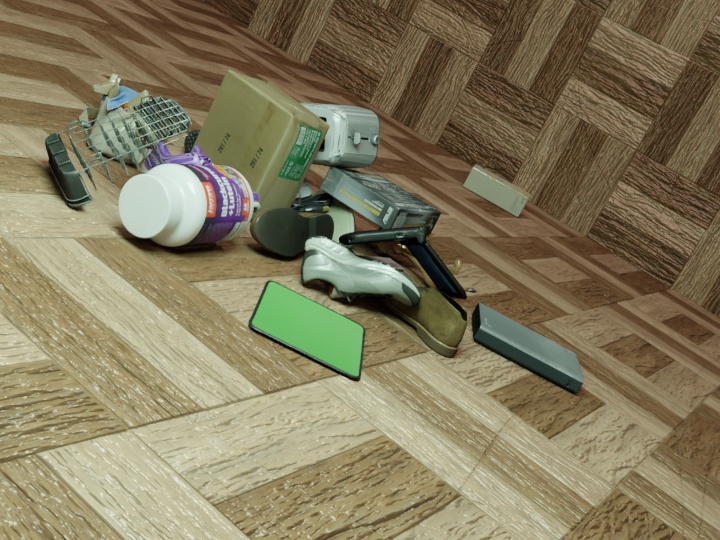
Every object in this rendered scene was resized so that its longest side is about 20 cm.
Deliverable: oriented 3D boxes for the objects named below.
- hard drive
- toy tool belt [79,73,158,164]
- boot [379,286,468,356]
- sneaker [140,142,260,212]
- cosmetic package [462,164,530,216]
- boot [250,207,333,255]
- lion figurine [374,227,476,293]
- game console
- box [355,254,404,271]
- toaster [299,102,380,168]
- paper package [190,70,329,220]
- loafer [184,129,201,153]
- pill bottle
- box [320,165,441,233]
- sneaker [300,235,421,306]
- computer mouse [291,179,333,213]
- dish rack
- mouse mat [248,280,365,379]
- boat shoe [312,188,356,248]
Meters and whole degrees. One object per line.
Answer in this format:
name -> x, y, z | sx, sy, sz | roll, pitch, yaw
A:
hard drive -> 0.285, 0.132, 1.672 | 0.199, 0.033, 0.140 | 27, 16, -2
toy tool belt -> -0.390, -0.265, 1.607 | 0.124, 0.124, 0.200 | 19, 18, -30
boot -> 0.097, 0.051, 1.534 | 0.073, 0.076, 0.200 | 7, 25, -47
sneaker -> -0.243, -0.144, 1.487 | 0.198, 0.084, 0.081 | 22, -3, 8
cosmetic package -> 0.429, -0.252, 3.040 | 0.199, 0.074, 0.104 | 31, 16, 5
boot -> -0.125, -0.064, 1.543 | 0.075, 0.075, 0.199 | 8, 5, 29
lion figurine -> 0.117, -0.017, 1.788 | 0.200, 0.073, 0.122 | 40, 23, 27
game console -> 0.061, -0.008, 1.520 | 0.174, 0.118, 0.200 | -5, 1, -6
box -> 0.000, 0.000, 1.591 | 0.041, 0.039, 0.199 | 35, 17, 29
toaster -> -0.071, -0.246, 1.745 | 0.198, 0.115, 0.129 | 11, 9, 29
paper package -> -0.178, -0.207, 1.646 | 0.190, 0.201, 0.103 | 38, 19, 30
loafer -> -0.228, -0.233, 1.817 | 0.198, 0.074, 0.071 | 11, 11, -6
pill bottle -> -0.241, -0.091, 1.336 | 0.111, 0.112, 0.200 | 33, 17, 17
box -> 0.040, -0.126, 1.762 | 0.158, 0.049, 0.200 | 32, 14, 22
sneaker -> -0.001, 0.018, 1.472 | 0.198, 0.080, 0.074 | 22, -10, -12
computer mouse -> -0.128, -0.152, 1.792 | 0.109, 0.044, 0.200 | -12, 28, -19
dish rack -> -0.332, -0.174, 1.339 | 0.198, 0.055, 0.153 | -25, 39, -16
mouse mat -> -0.067, 0.076, 1.303 | 0.160, 0.008, 0.200 | 27, 15, -5
boat shoe -> -0.036, -0.087, 1.758 | 0.068, 0.072, 0.200 | 48, 10, -31
